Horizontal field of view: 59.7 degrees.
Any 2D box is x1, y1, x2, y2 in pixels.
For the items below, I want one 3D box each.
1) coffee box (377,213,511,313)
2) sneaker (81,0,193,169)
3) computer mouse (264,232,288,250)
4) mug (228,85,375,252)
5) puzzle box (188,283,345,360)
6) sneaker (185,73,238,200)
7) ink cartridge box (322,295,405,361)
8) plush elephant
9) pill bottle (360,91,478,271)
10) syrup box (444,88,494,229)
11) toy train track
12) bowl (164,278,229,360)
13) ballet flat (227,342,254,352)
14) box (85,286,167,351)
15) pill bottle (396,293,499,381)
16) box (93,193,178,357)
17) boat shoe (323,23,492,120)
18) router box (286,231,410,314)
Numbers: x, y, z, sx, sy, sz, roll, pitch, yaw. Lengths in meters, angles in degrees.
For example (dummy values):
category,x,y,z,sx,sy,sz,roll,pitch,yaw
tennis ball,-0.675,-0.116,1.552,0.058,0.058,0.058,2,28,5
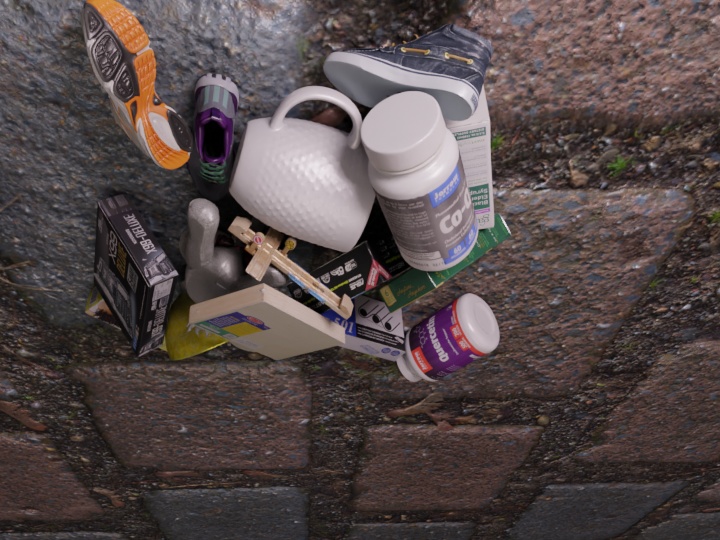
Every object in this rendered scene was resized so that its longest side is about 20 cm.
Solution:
category,x,y,z,sx,sy,sz,roll,pitch,yaw
coffee box,0.128,-0.012,0.946,0.198,0.045,0.122,-30,178,-40
sneaker,-0.279,-0.215,0.744,0.090,0.076,0.204,18,138,40
computer mouse,-0.110,-0.051,0.996,0.197,0.035,0.058,-33,133,31
mug,-0.068,-0.139,0.803,0.170,0.150,0.203,16,129,-17
puzzle box,-0.124,0.077,0.872,0.129,0.026,0.199,-15,152,26
sneaker,-0.199,-0.149,0.818,0.072,0.090,0.203,4,141,-10
ink cartridge box,-0.011,0.092,1.137,0.195,0.096,0.044,18,138,-26
plush elephant,-0.183,-0.014,0.925,0.162,0.156,0.202,31,123,-5
pill bottle,0.073,-0.103,0.755,0.110,0.117,0.202,-13,140,13
syrup box,0.138,-0.146,0.857,0.076,0.083,0.203,-7,141,9
toy train track,-0.084,-0.008,0.826,0.198,0.116,0.033,38,122,-13
bowl,-0.245,0.054,1.039,0.195,0.200,0.111,-20,99,19
ballet flat,-0.180,0.125,1.187,0.193,0.076,0.075,8,142,-15
box,-0.387,0.084,1.131,0.074,0.051,0.198,-28,137,29
pill bottle,0.160,0.136,1.192,0.111,0.115,0.198,26,133,-34
box,-0.348,0.012,0.959,0.049,0.159,0.202,-24,158,-37
boat shoe,0.056,-0.243,0.743,0.195,0.093,0.071,19,161,18
router box,0.000,0.000,0.956,0.147,0.064,0.199,-26,179,27
